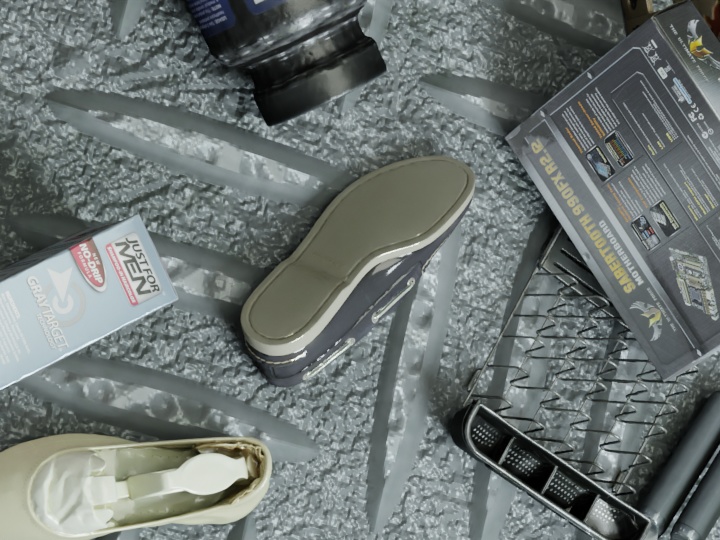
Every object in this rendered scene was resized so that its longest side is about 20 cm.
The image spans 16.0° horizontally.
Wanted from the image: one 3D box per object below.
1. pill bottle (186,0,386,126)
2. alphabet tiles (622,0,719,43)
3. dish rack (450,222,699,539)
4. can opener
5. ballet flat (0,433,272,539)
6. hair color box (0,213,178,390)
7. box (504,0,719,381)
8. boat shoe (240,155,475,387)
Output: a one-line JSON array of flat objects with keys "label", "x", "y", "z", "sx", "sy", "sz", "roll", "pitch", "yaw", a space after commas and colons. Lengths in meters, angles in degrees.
[{"label": "pill bottle", "x": -0.062, "y": -0.198, "z": 1.603, "sx": 0.112, "sy": 0.112, "sz": 0.201, "roll": -28, "pitch": 98, "yaw": -23}, {"label": "alphabet tiles", "x": 0.223, "y": -0.146, "z": 1.697, "sx": 0.008, "sy": 0.167, "sz": 0.201, "roll": -10, "pitch": 91, "yaw": -23}, {"label": "dish rack", "x": 0.157, "y": 0.069, "z": 1.716, "sx": 0.153, "sy": 0.055, "sz": 0.200, "roll": 35, "pitch": 73, "yaw": -19}, {"label": "can opener", "x": 0.213, "y": 0.174, "z": 1.740, "sx": 0.053, "sy": 0.067, "sz": 0.200, "roll": 26, "pitch": 70, "yaw": 21}, {"label": "ballet flat", "x": -0.145, "y": 0.131, "z": 1.569, "sx": 0.199, "sy": 0.069, "sz": 0.070, "roll": -6, "pitch": 89, "yaw": -24}, {"label": "hair color box", "x": -0.219, "y": 0.037, "z": 1.523, "sx": 0.200, "sy": 0.099, "sz": 0.061, "roll": -28, "pitch": 98, "yaw": -23}, {"label": "box", "x": 0.206, "y": -0.050, "z": 1.662, "sx": 0.048, "sy": 0.158, "sz": 0.200, "roll": -26, "pitch": 80, "yaw": -46}, {"label": "boat shoe", "x": 0.000, "y": 0.000, "z": 1.659, "sx": 0.200, "sy": 0.073, "sz": 0.063, "roll": -42, "pitch": 146, "yaw": -26}]
